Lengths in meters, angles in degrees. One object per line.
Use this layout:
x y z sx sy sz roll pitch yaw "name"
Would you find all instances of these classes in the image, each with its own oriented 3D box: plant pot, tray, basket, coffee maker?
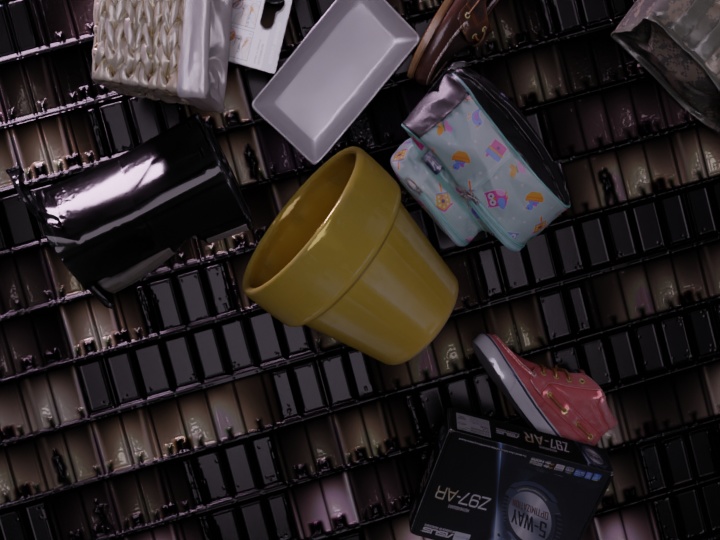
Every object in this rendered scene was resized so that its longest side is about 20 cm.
0.000 0.000 0.896 0.188 0.201 0.202 40 89 -20 "plant pot"
-0.029 -0.236 0.954 0.107 0.022 0.201 40 89 -19 "tray"
-0.205 -0.278 0.852 0.121 0.136 0.204 4 94 -1 "basket"
-0.231 -0.073 0.872 0.198 0.192 0.136 -29 77 -4 "coffee maker"

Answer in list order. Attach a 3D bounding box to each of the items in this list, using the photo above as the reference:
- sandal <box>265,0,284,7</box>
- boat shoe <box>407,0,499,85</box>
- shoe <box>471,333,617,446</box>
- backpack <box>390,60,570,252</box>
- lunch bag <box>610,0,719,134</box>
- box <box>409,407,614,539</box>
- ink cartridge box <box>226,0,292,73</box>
-0.056 -0.400 0.943 0.075 0.048 0.202 33 91 -3 "sandal"
0.127 -0.301 0.945 0.070 0.070 0.202 30 90 0 "boat shoe"
0.222 0.136 0.966 0.091 0.071 0.201 -38 99 -3 "shoe"
0.135 -0.113 0.902 0.199 0.176 0.154 41 106 -3 "backpack"
0.427 -0.279 0.943 0.199 0.118 0.165 40 88 -9 "lunch bag"
0.172 0.259 0.946 0.197 0.044 0.162 16 116 -4 "box"
-0.177 -0.329 0.939 0.197 0.057 0.165 14 94 -9 "ink cartridge box"
